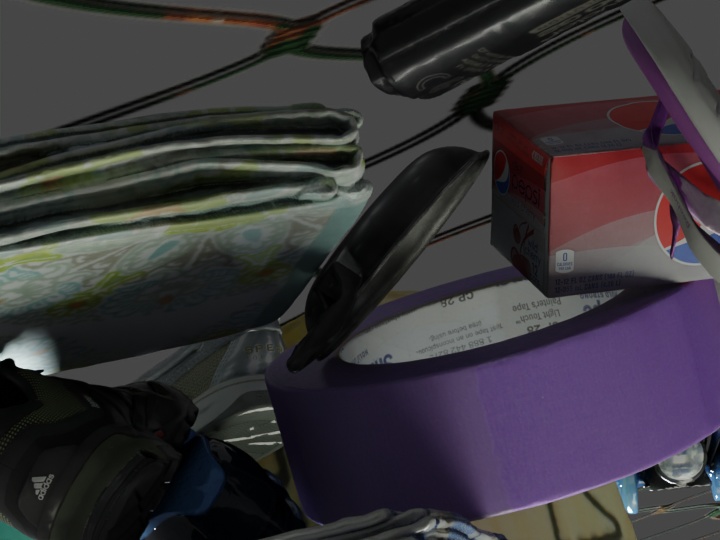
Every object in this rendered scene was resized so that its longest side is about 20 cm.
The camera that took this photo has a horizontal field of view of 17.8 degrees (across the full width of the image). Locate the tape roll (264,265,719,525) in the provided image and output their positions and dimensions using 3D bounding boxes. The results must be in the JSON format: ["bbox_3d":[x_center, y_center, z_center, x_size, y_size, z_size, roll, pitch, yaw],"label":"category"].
[{"bbox_3d":[0.062,0.048,1.007,0.200,0.066,0.200,-15,-170,3],"label":"tape roll"}]

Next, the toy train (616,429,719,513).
[{"bbox_3d":[0.179,0.082,1.360,0.087,0.114,0.200,-6,176,4],"label":"toy train"}]

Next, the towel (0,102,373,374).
[{"bbox_3d":[-0.097,-0.007,0.910,0.171,0.048,0.200,-9,163,-20],"label":"towel"}]

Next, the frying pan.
[{"bbox_3d":[-0.006,0.009,0.952,0.190,0.031,0.115,-45,172,-43],"label":"frying pan"}]

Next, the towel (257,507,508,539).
[{"bbox_3d":[-0.020,0.124,0.904,0.147,0.024,0.200,-14,167,11],"label":"towel"}]

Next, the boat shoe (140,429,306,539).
[{"bbox_3d":[-0.067,0.119,1.030,0.084,0.069,0.200,-59,-175,-4],"label":"boat shoe"}]

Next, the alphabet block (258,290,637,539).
[{"bbox_3d":[0.014,0.137,1.250,0.196,0.200,0.195,-29,161,33],"label":"alphabet block"}]

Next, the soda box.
[{"bbox_3d":[0.159,-0.038,0.972,0.200,0.064,0.070,-7,-159,-17],"label":"soda box"}]

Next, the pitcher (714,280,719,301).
[{"bbox_3d":[0.149,0.020,1.191,0.171,0.121,0.200,-10,-177,35],"label":"pitcher"}]

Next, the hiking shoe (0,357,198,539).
[{"bbox_3d":[-0.125,0.065,0.935,0.076,0.101,0.200,-60,-175,-2],"label":"hiking shoe"}]

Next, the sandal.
[{"bbox_3d":[0.145,-0.012,0.893,0.050,0.203,0.082,-31,-166,7],"label":"sandal"}]

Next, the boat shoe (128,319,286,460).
[{"bbox_3d":[-0.104,0.079,1.174,0.074,0.065,0.202,10,152,-38],"label":"boat shoe"}]

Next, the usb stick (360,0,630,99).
[{"bbox_3d":[0.091,-0.111,0.788,0.200,0.033,0.055,-26,170,25],"label":"usb stick"}]

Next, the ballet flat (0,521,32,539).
[{"bbox_3d":[-0.220,0.134,1.205,0.075,0.068,0.200,7,-174,6],"label":"ballet flat"}]
